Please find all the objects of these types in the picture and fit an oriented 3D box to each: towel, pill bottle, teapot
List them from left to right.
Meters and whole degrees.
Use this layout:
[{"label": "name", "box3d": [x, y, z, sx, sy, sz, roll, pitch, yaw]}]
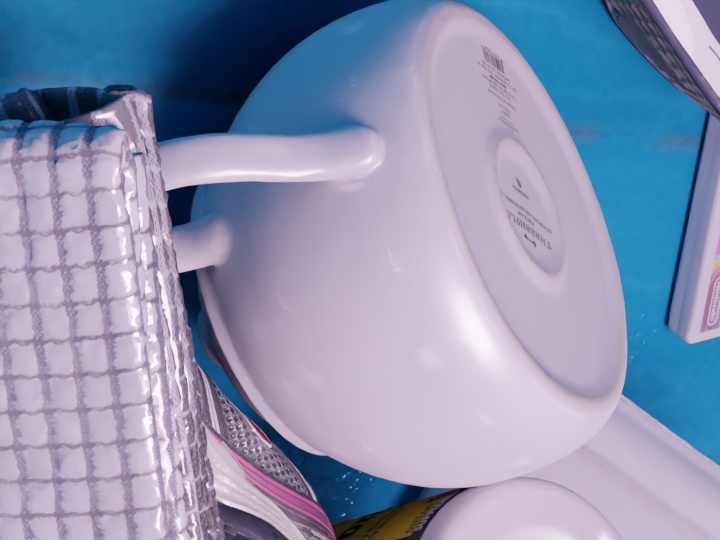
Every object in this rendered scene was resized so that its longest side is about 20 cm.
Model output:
[{"label": "towel", "box3d": [-0.136, 0.036, 0.986, 0.165, 0.086, 0.201, -3, 108, 13]}, {"label": "teapot", "box3d": [0.000, 0.000, 1.110, 0.145, 0.198, 0.201, -21, 109, 22]}, {"label": "pill bottle", "box3d": [0.015, 0.153, 1.182, 0.111, 0.200, 0.112, 11, 70, -32]}]

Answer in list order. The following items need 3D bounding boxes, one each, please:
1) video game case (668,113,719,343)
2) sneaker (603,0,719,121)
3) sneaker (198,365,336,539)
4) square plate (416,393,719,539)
[{"label": "video game case", "box3d": [0.234, -0.049, 1.354, 0.199, 0.018, 0.144, -13, 125, -32]}, {"label": "sneaker", "box3d": [0.156, -0.155, 1.177, 0.146, 0.077, 0.203, -41, 135, -5]}, {"label": "sneaker", "box3d": [-0.076, 0.067, 1.079, 0.080, 0.075, 0.200, -22, 119, 20]}, {"label": "square plate", "box3d": [0.091, 0.160, 1.258, 0.201, 0.198, 0.028, -58, 160, 9]}]
